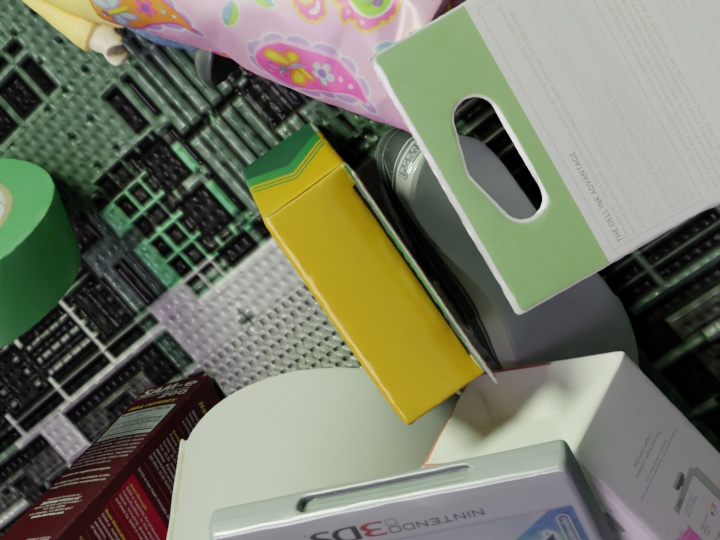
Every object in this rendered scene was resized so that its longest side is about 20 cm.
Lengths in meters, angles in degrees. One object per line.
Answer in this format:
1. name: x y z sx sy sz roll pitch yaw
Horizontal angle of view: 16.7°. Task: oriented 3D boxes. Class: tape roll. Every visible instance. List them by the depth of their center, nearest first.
1. tape roll: -0.007 0.170 1.334 0.201 0.140 0.204 2 138 2
2. tape roll: -0.261 0.004 1.396 0.199 0.200 0.048 1 122 34

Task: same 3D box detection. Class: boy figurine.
1. boy figurine: -0.149 -0.170 1.291 0.199 0.065 0.125 22 134 16

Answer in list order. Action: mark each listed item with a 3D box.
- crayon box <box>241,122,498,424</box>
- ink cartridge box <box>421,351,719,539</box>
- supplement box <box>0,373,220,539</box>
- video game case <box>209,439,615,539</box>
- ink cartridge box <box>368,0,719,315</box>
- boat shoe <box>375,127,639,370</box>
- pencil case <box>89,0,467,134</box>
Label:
1. crayon box: 0.000 0.000 1.230 0.051 0.200 0.126 -35 102 0
2. ink cartridge box: 0.141 0.133 1.236 0.200 0.068 0.116 46 148 -24
3. supplement box: -0.135 0.162 1.424 0.061 0.200 0.109 -13 113 41
4. video game case: 0.046 0.168 1.209 0.181 0.022 0.201 -13 134 17
5. ink cartridge box: 0.123 -0.091 1.104 0.199 0.048 0.146 -29 106 11
6. boat shoe: 0.073 0.005 1.267 0.200 0.072 0.068 50 170 -26
7. pencil case: -0.034 -0.130 1.161 0.199 0.087 0.088 21 131 20
